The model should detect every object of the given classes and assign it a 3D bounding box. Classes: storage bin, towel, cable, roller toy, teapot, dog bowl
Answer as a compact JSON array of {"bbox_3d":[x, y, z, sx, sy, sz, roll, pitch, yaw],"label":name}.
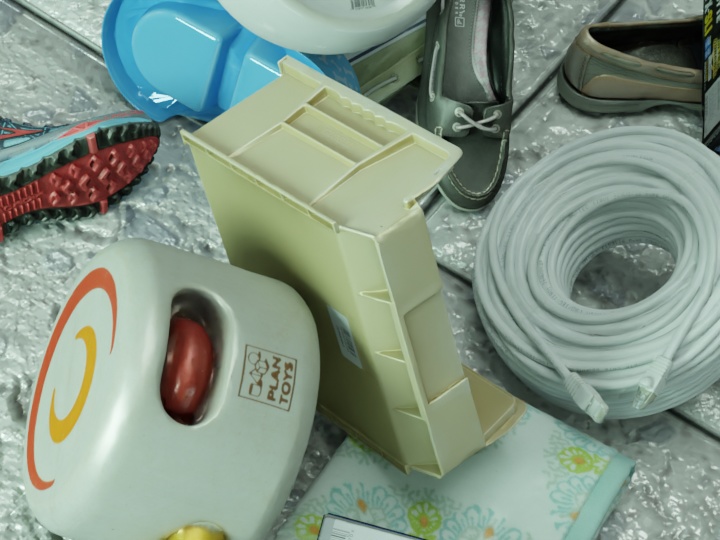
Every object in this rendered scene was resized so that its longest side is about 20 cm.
[{"bbox_3d":[0.000,0.000,1.485,0.094,0.200,0.198,-33,38,-22],"label":"storage bin"},{"bbox_3d":[0.060,0.152,1.516,0.171,0.048,0.200,29,51,12],"label":"towel"},{"bbox_3d":[0.175,0.001,1.604,0.200,0.069,0.200,-44,53,-9],"label":"cable"},{"bbox_3d":[-0.109,0.084,1.438,0.139,0.183,0.200,18,20,-22],"label":"roller toy"},{"bbox_3d":[-0.033,-0.235,1.632,0.200,0.146,0.198,38,73,-17],"label":"teapot"},{"bbox_3d":[-0.087,-0.141,1.693,0.200,0.112,0.050,29,38,13],"label":"dog bowl"}]

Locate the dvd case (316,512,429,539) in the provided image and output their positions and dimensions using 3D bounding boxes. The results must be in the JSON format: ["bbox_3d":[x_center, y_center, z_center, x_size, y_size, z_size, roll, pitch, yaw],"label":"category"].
[{"bbox_3d":[0.055,0.241,1.418,0.199,0.025,0.151,15,75,1],"label":"dvd case"}]

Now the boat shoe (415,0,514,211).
[{"bbox_3d":[0.077,-0.145,1.705,0.067,0.057,0.201,1,81,-12],"label":"boat shoe"}]

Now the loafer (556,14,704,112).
[{"bbox_3d":[0.247,-0.162,1.805,0.199,0.063,0.072,-8,51,-18],"label":"loafer"}]

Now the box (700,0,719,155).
[{"bbox_3d":[0.350,-0.140,1.778,0.199,0.049,0.160,16,56,-15],"label":"box"}]

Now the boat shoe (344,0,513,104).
[{"bbox_3d":[0.040,-0.161,1.770,0.200,0.072,0.062,-29,86,-26],"label":"boat shoe"}]

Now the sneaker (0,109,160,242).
[{"bbox_3d":[-0.234,-0.082,1.630,0.200,0.079,0.096,-19,55,-25],"label":"sneaker"}]
